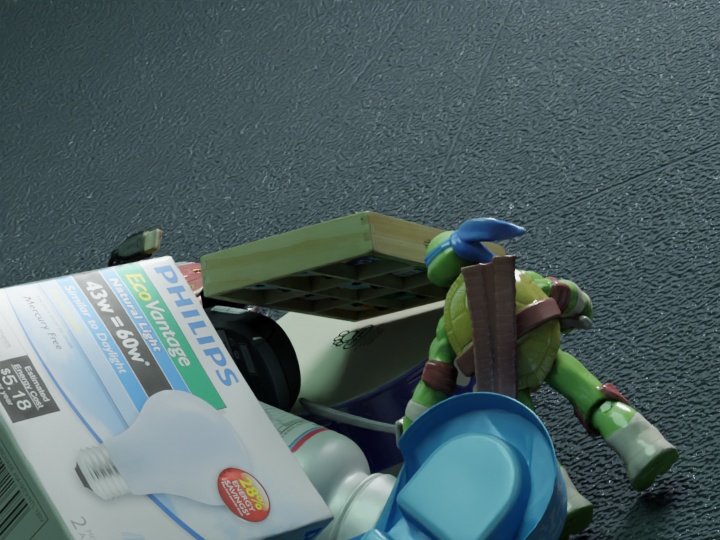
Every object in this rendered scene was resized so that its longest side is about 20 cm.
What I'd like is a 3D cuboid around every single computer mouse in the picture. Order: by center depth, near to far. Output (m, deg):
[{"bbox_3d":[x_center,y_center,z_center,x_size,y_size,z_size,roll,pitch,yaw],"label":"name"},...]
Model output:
[{"bbox_3d":[-0.099,0.032,1.686,0.046,0.141,0.200,-25,8,-29],"label":"computer mouse"}]

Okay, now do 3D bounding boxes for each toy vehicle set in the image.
[{"bbox_3d":[0.000,0.000,1.646,0.123,0.027,0.200,-15,-13,27],"label":"toy vehicle set"}]

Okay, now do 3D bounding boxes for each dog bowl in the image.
[{"bbox_3d":[0.042,0.166,1.462,0.200,0.050,0.111,-50,52,-4],"label":"dog bowl"},{"bbox_3d":[0.009,0.078,1.755,0.199,0.079,0.200,-21,22,9],"label":"dog bowl"}]

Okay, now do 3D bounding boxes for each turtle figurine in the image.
[{"bbox_3d":[0.099,0.077,1.581,0.143,0.194,0.200,-15,-29,-43],"label":"turtle figurine"}]

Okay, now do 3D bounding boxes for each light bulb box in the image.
[{"bbox_3d":[-0.157,0.115,1.443,0.199,0.199,0.125,-13,-26,-51],"label":"light bulb box"}]

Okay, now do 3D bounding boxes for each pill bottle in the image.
[{"bbox_3d":[-0.064,0.140,1.581,0.199,0.109,0.109,21,43,25],"label":"pill bottle"}]

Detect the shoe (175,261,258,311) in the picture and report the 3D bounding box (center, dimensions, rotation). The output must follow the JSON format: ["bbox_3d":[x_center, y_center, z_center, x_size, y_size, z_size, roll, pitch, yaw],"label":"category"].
[{"bbox_3d":[-0.169,0.037,2.014,0.091,0.072,0.199,-4,13,42],"label":"shoe"}]
